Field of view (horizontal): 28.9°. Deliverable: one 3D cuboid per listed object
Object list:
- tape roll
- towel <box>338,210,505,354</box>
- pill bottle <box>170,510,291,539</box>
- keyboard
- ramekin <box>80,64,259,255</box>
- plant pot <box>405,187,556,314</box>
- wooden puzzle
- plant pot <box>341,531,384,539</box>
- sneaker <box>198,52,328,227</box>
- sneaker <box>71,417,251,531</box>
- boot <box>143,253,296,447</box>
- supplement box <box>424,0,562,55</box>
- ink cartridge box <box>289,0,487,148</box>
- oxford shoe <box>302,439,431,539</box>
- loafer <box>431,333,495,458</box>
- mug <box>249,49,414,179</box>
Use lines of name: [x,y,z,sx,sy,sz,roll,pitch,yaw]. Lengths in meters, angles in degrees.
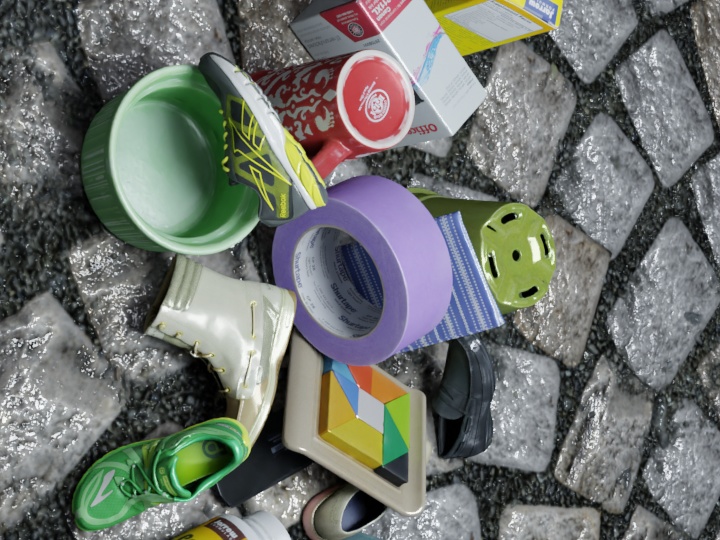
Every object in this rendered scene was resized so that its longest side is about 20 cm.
tape roll: [0.000,0.000,1.569,0.085,0.199,0.201,-28,103,-45]
towel: [0.060,0.020,1.624,0.024,0.199,0.146,-36,107,-52]
pill bottle: [-0.168,0.329,1.473,0.199,0.109,0.110,-23,100,-37]
keyboard: [-0.100,0.176,1.597,0.199,0.021,0.128,-25,102,-37]
ramekin: [-0.201,-0.113,1.495,0.199,0.097,0.202,4,83,-37]
plant pot: [0.128,-0.012,1.681,0.199,0.189,0.202,4,83,-36]
wooden puzzle: [0.001,0.167,1.612,0.199,0.037,0.186,32,40,-27]
plant pot: [0.032,0.431,1.561,0.196,0.199,0.197,-42,110,-31]
sneaker: [-0.117,-0.134,1.452,0.084,0.074,0.201,-35,90,4]
sneaker: [-0.209,0.208,1.440,0.199,0.084,0.074,-26,94,-4]
boot: [-0.165,0.095,1.510,0.154,0.072,0.201,20,77,-21]
supplement box: [0.145,-0.346,1.717,0.108,0.199,0.110,20,74,-35]
ink cartridge box: [0.034,-0.249,1.657,0.200,0.145,0.083,52,60,-21]
oxford shoe: [0.025,0.259,1.650,0.200,0.074,0.071,-37,108,-33]
loafer: [0.122,0.155,1.698,0.070,0.068,0.201,-21,132,-19]
mug: [-0.040,-0.153,1.558,0.133,0.199,0.179,3,84,-38]
